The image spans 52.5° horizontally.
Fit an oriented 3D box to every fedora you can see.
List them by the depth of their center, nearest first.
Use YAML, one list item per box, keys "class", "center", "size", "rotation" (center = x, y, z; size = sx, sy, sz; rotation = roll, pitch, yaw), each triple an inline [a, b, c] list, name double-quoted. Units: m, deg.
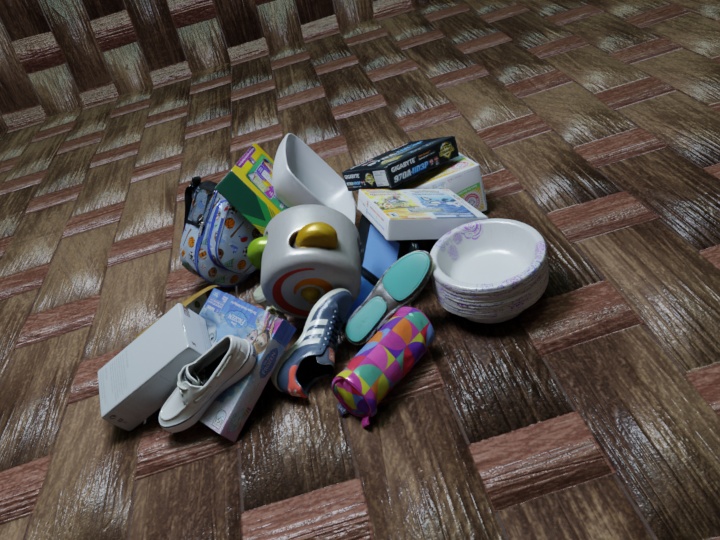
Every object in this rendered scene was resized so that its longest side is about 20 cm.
- class: "fedora"
  center: [-0.319, 0.107, 1.327]
  size: [0.198, 0.083, 0.201]
  rotation: [-35, 3, 2]

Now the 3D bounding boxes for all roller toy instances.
- class: "roller toy"
  center: [-0.084, -0.009, 1.282]
  size: [0.198, 0.181, 0.142]
  rotation: [-29, 45, 29]

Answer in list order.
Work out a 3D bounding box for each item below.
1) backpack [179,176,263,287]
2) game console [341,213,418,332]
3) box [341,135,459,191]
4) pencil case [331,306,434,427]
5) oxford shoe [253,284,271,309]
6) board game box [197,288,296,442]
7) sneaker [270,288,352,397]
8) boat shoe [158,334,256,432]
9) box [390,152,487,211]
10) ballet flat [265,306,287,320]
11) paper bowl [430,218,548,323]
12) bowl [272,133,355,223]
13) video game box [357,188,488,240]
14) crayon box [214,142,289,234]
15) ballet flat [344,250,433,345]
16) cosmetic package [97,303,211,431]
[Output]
- class: "backpack"
  center: [-0.274, -0.065, 1.499]
  size: [0.197, 0.195, 0.153]
  rotation: [19, 8, -42]
- class: "game console"
  center: [0.000, 0.000, 1.350]
  size: [0.116, 0.175, 0.199]
  rotation: [-1, 22, -31]
- class: "box"
  center: [0.083, -0.221, 1.508]
  size: [0.197, 0.047, 0.157]
  rotation: [-28, 18, -30]
- class: "pencil case"
  center: [0.037, 0.144, 1.136]
  size: [0.087, 0.090, 0.200]
  rotation: [12, 43, 38]
- class: "oxford shoe"
  center: [-0.120, 0.013, 1.423]
  size: [0.199, 0.059, 0.075]
  rotation: [-40, 23, -20]
- class: "board game box"
  center: [-0.225, 0.148, 1.201]
  size: [0.197, 0.043, 0.202]
  rotation: [17, 74, 43]
- class: "sneaker"
  center: [-0.059, 0.123, 1.196]
  size: [0.083, 0.075, 0.202]
  rotation: [18, 68, 43]
- class: "boat shoe"
  center: [-0.249, 0.173, 1.126]
  size: [0.198, 0.066, 0.073]
  rotation: [-37, 47, 14]
- class: "box"
  center: [0.150, -0.156, 1.523]
  size: [0.196, 0.104, 0.113]
  rotation: [-21, 26, -9]
- class: "ballet flat"
  center: [-0.197, 0.133, 1.275]
  size: [0.074, 0.065, 0.201]
  rotation: [7, 39, 32]
- class: "paper bowl"
  center: [0.217, 0.009, 1.232]
  size: [0.195, 0.106, 0.203]
  rotation: [-10, 36, 7]
- class: "bowl"
  center: [-0.102, -0.164, 1.473]
  size: [0.074, 0.199, 0.202]
  rotation: [-39, 26, 21]
- class: "video game box"
  center: [0.112, -0.108, 1.361]
  size: [0.194, 0.048, 0.182]
  rotation: [-2, 21, -19]
- class: "crayon box"
  center: [-0.188, -0.152, 1.464]
  size: [0.058, 0.172, 0.201]
  rotation: [-40, 14, 20]
- class: "ballet flat"
  center: [0.053, 0.046, 1.235]
  size: [0.201, 0.072, 0.072]
  rotation: [-47, 29, 11]
- class: "cosmetic package"
  center: [-0.338, 0.160, 1.202]
  size: [0.198, 0.074, 0.103]
  rotation: [-36, 47, 12]
